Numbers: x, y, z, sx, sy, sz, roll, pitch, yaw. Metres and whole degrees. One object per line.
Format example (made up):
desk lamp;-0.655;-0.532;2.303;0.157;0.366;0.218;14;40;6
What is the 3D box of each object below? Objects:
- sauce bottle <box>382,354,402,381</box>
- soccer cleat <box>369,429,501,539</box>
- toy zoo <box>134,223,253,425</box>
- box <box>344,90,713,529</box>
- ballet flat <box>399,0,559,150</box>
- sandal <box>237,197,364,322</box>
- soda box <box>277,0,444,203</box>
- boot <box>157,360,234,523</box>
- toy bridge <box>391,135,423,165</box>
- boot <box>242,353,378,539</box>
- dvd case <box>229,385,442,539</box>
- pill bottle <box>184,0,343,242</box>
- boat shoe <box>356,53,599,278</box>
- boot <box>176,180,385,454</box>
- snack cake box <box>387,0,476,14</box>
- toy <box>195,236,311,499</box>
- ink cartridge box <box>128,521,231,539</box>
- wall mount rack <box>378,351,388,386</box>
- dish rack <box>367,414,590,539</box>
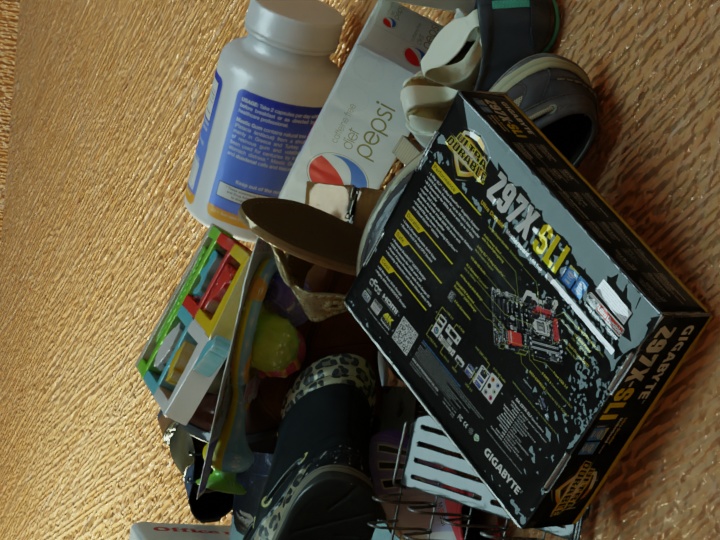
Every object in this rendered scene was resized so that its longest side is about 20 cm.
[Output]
sauce bottle;0.073;0.034;1.330;0.200;0.064;0.065;150;127;-69
soccer cleat;0.055;0.158;1.345;0.073;0.068;0.200;-53;29;18
toy zoo;-0.118;0.039;1.548;0.132;0.020;0.200;-62;16;1
box;0.088;0.021;1.172;0.200;0.049;0.160;51;124;35
ballet flat;0.066;-0.129;1.416;0.200;0.073;0.073;125;148;-54
sandal;-0.010;0.005;1.376;0.078;0.211;0.070;45;116;34
soda box;0.002;-0.111;1.580;0.200;0.068;0.064;-60;4;48
boot;-0.108;0.126;1.638;0.200;0.074;0.097;120;137;-62
toy bridge;0.000;0.000;1.530;0.200;0.027;0.067;-56;40;11
boot;-0.043;0.166;1.373;0.154;0.073;0.204;-86;22;-55
dvd case;-0.021;0.154;1.506;0.199;0.022;0.147;0;80;46
pill bottle;-0.077;-0.134;1.789;0.112;0.112;0.201;-117;40;-61
boat shoe;0.070;-0.045;1.272;0.200;0.074;0.073;-52;24;15
boot;-0.051;0.033;1.498;0.188;0.068;0.201;1;82;49
snack cake box;0.037;-0.230;1.480;0.200;0.114;0.068;-137;57;-68
toy;-0.063;0.058;1.416;0.115;0.047;0.201;-15;-57;-85
ink cartridge box;-0.097;0.264;1.612;0.200;0.144;0.085;-146;63;-70
wall mount rack;-0.042;0.077;1.640;0.200;0.074;0.175;143;132;-64
dish rack;0.058;0.186;1.225;0.153;0.054;0.201;13;94;37
